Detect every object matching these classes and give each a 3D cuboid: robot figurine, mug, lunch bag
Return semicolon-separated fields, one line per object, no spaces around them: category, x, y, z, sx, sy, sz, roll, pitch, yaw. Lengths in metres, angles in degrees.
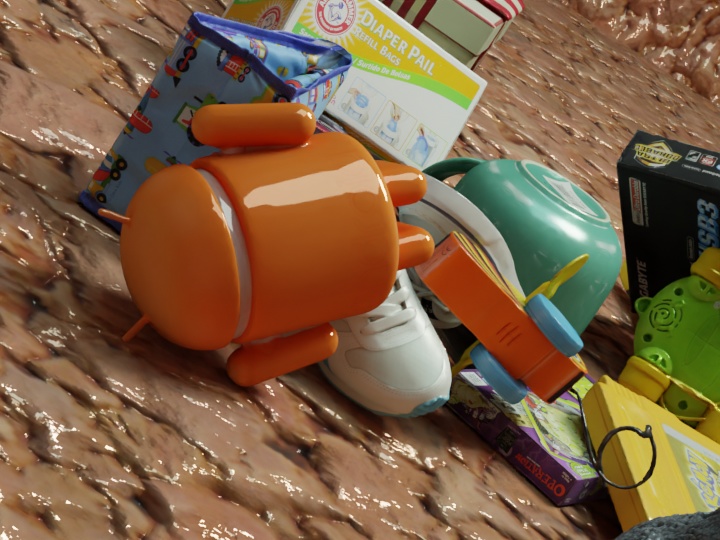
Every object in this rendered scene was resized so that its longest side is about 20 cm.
robot figurine;-0.057;-0.020;1.311;0.200;0.144;0.117;-14;52;-24
mug;0.122;-0.028;1.772;0.185;0.114;0.152;35;16;2
lunch bag;-0.077;-0.088;1.492;0.094;0.151;0.200;38;17;14

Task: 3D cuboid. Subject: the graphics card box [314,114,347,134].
graphics card box;-0.069;-0.110;1.710;0.125;0.051;0.200;31;7;-8

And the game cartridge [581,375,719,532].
game cartridge;0.248;0.169;1.536;0.200;0.032;0.176;33;23;-26

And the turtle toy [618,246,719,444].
turtle toy;0.309;0.083;1.812;0.200;0.146;0.101;35;-5;3

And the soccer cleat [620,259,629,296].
soccer cleat;0.281;0.030;2.002;0.084;0.065;0.200;22;20;-30

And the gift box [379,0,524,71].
gift box;0.031;-0.230;2.049;0.184;0.187;0.200;34;17;-2

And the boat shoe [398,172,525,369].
boat shoe;0.063;0.009;1.519;0.072;0.066;0.200;25;-21;30

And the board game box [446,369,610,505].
board game box;0.149;0.115;1.570;0.120;0.032;0.200;37;17;27

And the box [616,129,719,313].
box;0.317;-0.012;1.840;0.198;0.050;0.200;19;-36;25

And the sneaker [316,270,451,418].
sneaker;-0.004;0.007;1.417;0.076;0.081;0.200;-21;62;-21

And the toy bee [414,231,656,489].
toy bee;0.107;0.054;1.475;0.109;0.131;0.200;-91;160;-77

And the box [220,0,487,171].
box;-0.012;-0.173;1.854;0.200;0.101;0.112;33;-6;-31

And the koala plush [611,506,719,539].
koala plush;0.261;0.168;1.325;0.184;0.200;0.177;35;17;4
